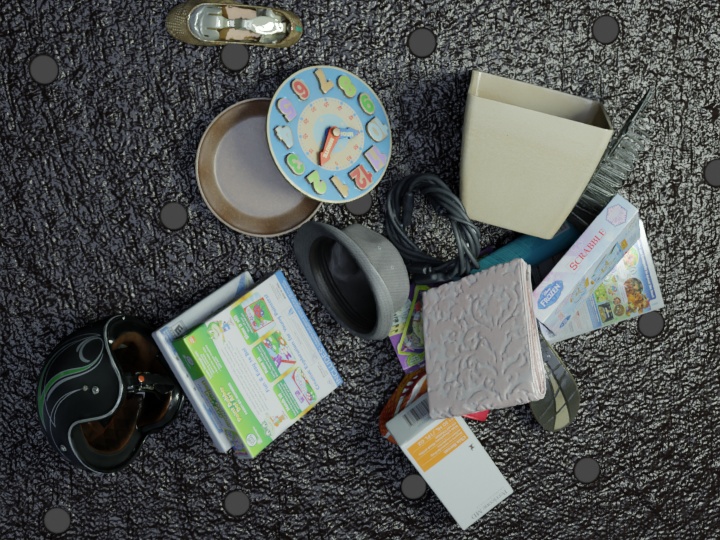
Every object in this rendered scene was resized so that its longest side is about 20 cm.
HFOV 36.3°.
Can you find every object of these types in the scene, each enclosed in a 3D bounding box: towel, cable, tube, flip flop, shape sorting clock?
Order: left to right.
[{"bbox_3d":[-0.042,-0.196,1.578,0.198,0.039,0.203,3,84,-29],"label":"shape sorting clock"},{"bbox_3d":[0.106,-0.062,1.574,0.050,0.199,0.165,-16,92,-29],"label":"cable"},{"bbox_3d":[0.165,0.099,1.517,0.032,0.199,0.193,10,69,-40],"label":"towel"},{"bbox_3d":[0.232,-0.021,1.614,0.199,0.077,0.051,-28,115,-19],"label":"tube"},{"bbox_3d":[0.268,0.150,1.675,0.081,0.058,0.201,-31,94,4],"label":"flip flop"}]

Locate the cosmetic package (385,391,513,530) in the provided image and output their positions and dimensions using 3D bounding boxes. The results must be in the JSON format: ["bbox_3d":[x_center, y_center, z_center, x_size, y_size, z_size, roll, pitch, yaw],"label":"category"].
[{"bbox_3d":[0.134,0.281,1.643,0.101,0.071,0.201,-37,120,-2],"label":"cosmetic package"}]

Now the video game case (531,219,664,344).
[{"bbox_3d":[0.352,0.018,1.681,0.198,0.018,0.145,-18,99,-1],"label":"video game case"}]

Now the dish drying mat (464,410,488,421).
[{"bbox_3d":[0.186,0.128,1.685,0.076,0.018,0.202,15,96,-8],"label":"dish drying mat"}]

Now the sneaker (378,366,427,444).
[{"bbox_3d":[0.105,0.178,1.671,0.077,0.073,0.201,30,100,-29],"label":"sneaker"}]

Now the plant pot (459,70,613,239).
[{"bbox_3d":[0.230,-0.159,1.558,0.198,0.200,0.179,14,111,3],"label":"plant pot"}]

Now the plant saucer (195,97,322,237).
[{"bbox_3d":[-0.142,-0.151,1.612,0.198,0.037,0.203,-1,99,-4],"label":"plant saucer"}]

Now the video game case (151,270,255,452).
[{"bbox_3d":[-0.185,0.130,1.606,0.182,0.022,0.201,-36,101,-36],"label":"video game case"}]

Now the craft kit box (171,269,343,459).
[{"bbox_3d":[-0.145,0.135,1.595,0.197,0.048,0.201,-36,103,-38],"label":"craft kit box"}]

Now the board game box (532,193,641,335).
[{"bbox_3d":[0.320,-0.002,1.568,0.041,0.200,0.200,41,93,17],"label":"board game box"}]

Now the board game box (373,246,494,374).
[{"bbox_3d":[0.132,0.059,1.636,0.198,0.032,0.121,-24,61,1],"label":"board game box"}]

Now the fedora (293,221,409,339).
[{"bbox_3d":[0.000,0.000,1.601,0.090,0.177,0.200,-31,72,-31],"label":"fedora"}]

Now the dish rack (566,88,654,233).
[{"bbox_3d":[0.364,-0.156,1.555,0.054,0.154,0.201,31,137,5],"label":"dish rack"}]

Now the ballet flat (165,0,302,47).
[{"bbox_3d":[-0.181,-0.354,1.565,0.197,0.065,0.071,0,98,-4],"label":"ballet flat"}]

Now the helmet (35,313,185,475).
[{"bbox_3d":[-0.367,0.179,1.566,0.190,0.200,0.200,-39,99,21],"label":"helmet"}]
